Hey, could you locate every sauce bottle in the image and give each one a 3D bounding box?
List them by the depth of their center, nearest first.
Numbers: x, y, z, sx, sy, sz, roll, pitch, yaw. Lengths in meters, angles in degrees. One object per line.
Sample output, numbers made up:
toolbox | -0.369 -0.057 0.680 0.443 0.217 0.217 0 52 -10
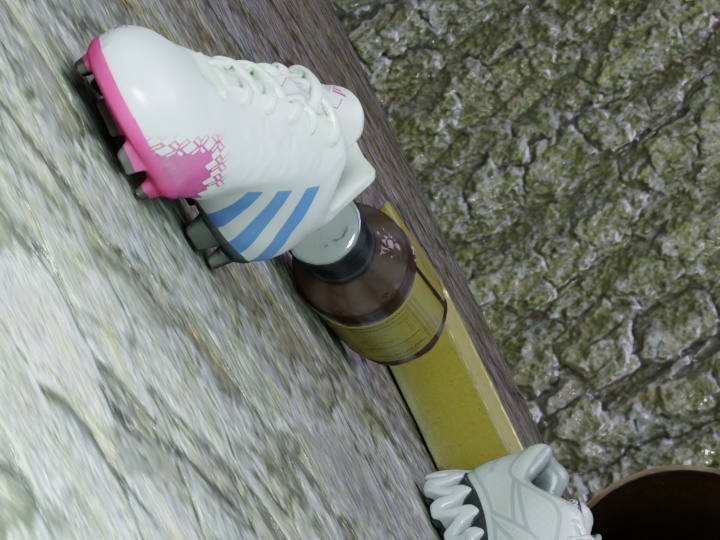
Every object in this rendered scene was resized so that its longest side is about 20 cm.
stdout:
sauce bottle | 0.000 0.000 1.526 0.065 0.065 0.200 64 3 19

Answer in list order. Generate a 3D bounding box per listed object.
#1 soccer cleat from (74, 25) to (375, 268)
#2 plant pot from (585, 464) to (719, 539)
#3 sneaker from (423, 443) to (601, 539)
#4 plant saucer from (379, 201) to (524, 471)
soccer cleat | -0.047 -0.059 1.134 0.070 0.086 0.200 64 4 17
plant pot | 0.205 0.242 1.984 0.187 0.187 0.200 64 -10 11
sneaker | 0.094 0.164 1.564 0.200 0.081 0.075 -110 174 -51
plant saucer | 0.056 0.075 1.889 0.200 0.048 0.200 65 4 20
